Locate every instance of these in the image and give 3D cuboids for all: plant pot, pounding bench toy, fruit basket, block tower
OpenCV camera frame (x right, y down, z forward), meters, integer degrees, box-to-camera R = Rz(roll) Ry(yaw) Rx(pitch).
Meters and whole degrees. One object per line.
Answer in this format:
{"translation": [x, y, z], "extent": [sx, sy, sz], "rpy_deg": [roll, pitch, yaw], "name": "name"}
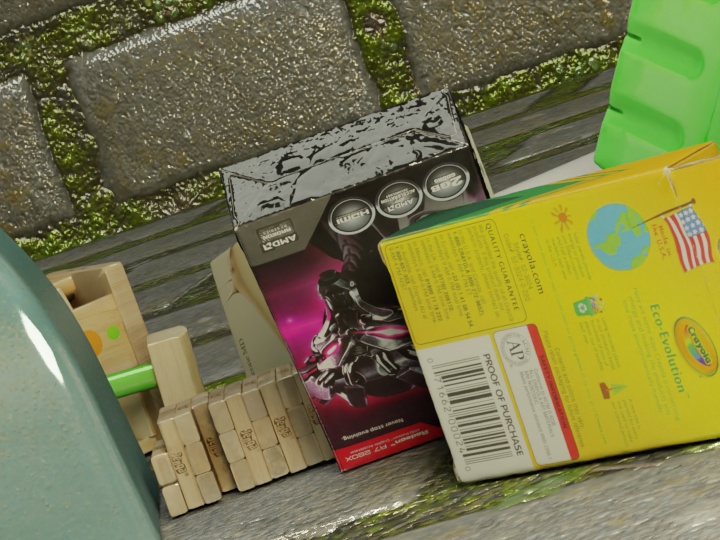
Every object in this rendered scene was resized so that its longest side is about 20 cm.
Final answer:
{"translation": [-0.235, 0.077, 1.394], "extent": [0.195, 0.201, 0.196], "rpy_deg": [-20, 7, -3], "name": "plant pot"}
{"translation": [-0.204, 0.081, 1.593], "extent": [0.155, 0.125, 0.200], "rpy_deg": [-23, 8, -28], "name": "pounding bench toy"}
{"translation": [0.247, -0.107, 1.415], "extent": [0.215, 0.217, 0.155], "rpy_deg": [-15, 4, 33], "name": "fruit basket"}
{"translation": [-0.020, 0.075, 1.412], "extent": [0.199, 0.054, 0.058], "rpy_deg": [-20, 7, 0], "name": "block tower"}

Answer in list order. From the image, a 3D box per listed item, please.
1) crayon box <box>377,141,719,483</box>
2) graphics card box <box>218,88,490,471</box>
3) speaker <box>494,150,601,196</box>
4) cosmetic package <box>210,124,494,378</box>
{"translation": [0.116, 0.020, 1.162], "extent": [0.199, 0.128, 0.051], "rpy_deg": [-13, 9, 38], "name": "crayon box"}
{"translation": [0.017, 0.009, 1.297], "extent": [0.125, 0.201, 0.051], "rpy_deg": [-18, 44, 2], "name": "graphics card box"}
{"translation": [0.154, -0.036, 1.691], "extent": [0.199, 0.082, 0.081], "rpy_deg": [-23, 7, -26], "name": "speaker"}
{"translation": [0.000, 0.000, 1.516], "extent": [0.073, 0.104, 0.200], "rpy_deg": [-10, -16, -38], "name": "cosmetic package"}
